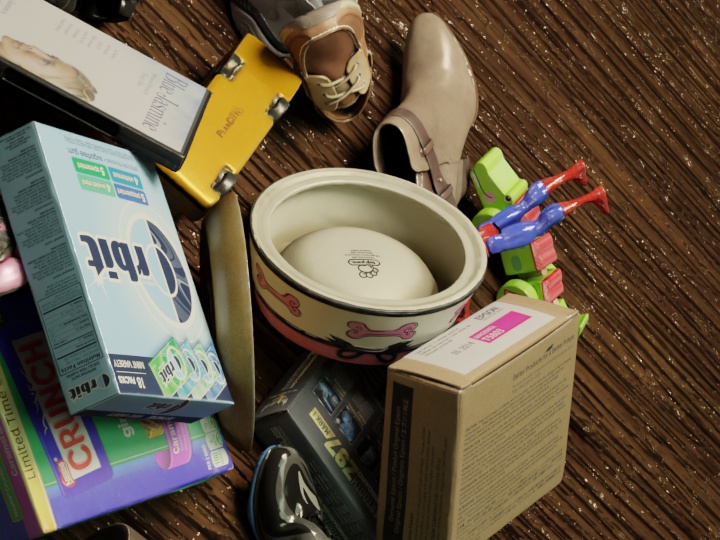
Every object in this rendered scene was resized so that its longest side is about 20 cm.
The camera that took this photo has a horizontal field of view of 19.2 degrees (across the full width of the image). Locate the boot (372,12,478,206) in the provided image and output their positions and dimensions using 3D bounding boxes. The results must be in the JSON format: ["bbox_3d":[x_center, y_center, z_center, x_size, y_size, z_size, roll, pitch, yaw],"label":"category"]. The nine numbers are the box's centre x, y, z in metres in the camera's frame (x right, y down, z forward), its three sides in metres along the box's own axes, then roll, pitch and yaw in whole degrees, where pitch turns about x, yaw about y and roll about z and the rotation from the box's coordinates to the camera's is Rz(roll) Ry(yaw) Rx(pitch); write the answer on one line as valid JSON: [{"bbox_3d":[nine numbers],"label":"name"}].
[{"bbox_3d":[0.053,-0.134,1.941,0.146,0.070,0.200,-18,97,-64],"label":"boot"}]

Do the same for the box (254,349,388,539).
[{"bbox_3d":[0.010,0.154,1.785,0.200,0.051,0.158,55,40,-16],"label":"box"}]

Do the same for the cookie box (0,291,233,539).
[{"bbox_3d":[-0.208,0.097,1.543,0.200,0.075,0.171,-15,83,-50],"label":"cookie box"}]

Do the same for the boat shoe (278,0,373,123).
[{"bbox_3d":[-0.020,-0.176,1.820,0.200,0.076,0.072,56,10,-79],"label":"boat shoe"}]

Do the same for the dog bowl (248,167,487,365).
[{"bbox_3d":[0.000,0.000,1.759,0.200,0.074,0.200,10,35,-7],"label":"dog bowl"}]

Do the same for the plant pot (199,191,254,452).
[{"bbox_3d":[-0.104,0.040,1.633,0.027,0.200,0.200,-4,71,-8],"label":"plant pot"}]

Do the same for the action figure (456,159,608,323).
[{"bbox_3d":[0.129,-0.016,1.947,0.099,0.200,0.065,76,-14,-48],"label":"action figure"}]

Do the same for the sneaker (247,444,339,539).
[{"bbox_3d":[-0.028,0.230,1.680,0.071,0.083,0.200,-14,83,-51],"label":"sneaker"}]

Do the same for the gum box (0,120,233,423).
[{"bbox_3d":[-0.173,0.005,1.495,0.170,0.045,0.200,15,54,-66],"label":"gum box"}]

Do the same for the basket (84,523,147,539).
[{"bbox_3d":[-0.134,0.285,1.497,0.200,0.136,0.180,45,28,-19],"label":"basket"}]

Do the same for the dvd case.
[{"bbox_3d":[-0.212,-0.152,1.604,0.200,0.018,0.143,28,24,-9],"label":"dvd case"}]

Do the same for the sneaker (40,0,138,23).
[{"bbox_3d":[-0.202,-0.252,1.732,0.200,0.070,0.100,-29,102,-47],"label":"sneaker"}]

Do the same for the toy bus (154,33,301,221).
[{"bbox_3d":[-0.119,-0.113,1.738,0.065,0.078,0.200,42,44,-11],"label":"toy bus"}]

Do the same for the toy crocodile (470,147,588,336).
[{"bbox_3d":[0.156,-0.021,2.015,0.068,0.062,0.200,-37,111,-50],"label":"toy crocodile"}]

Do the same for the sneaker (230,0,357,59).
[{"bbox_3d":[-0.083,-0.288,1.839,0.200,0.115,0.075,59,39,-10],"label":"sneaker"}]

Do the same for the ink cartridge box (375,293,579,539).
[{"bbox_3d":[0.097,0.128,1.743,0.200,0.075,0.165,-27,126,-52],"label":"ink cartridge box"}]

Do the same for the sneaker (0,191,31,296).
[{"bbox_3d":[-0.268,-0.051,1.494,0.095,0.079,0.200,60,8,-22],"label":"sneaker"}]
